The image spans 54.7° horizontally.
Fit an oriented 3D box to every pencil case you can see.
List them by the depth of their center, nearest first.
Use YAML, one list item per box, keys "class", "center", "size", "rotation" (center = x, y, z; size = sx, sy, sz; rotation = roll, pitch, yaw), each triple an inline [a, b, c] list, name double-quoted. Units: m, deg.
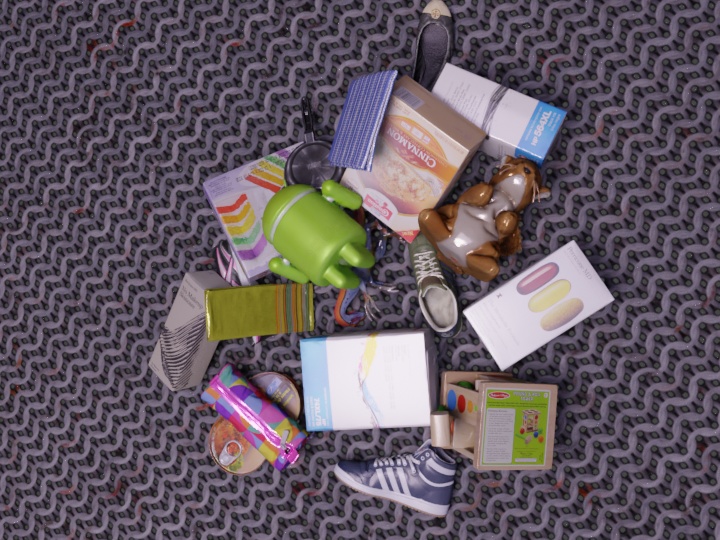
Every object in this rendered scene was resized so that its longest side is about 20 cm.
- class: "pencil case"
  center: [-0.173, 0.245, 1.163]
  size: [0.200, 0.088, 0.088]
  rotation: [38, 96, 10]

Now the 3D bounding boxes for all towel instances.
- class: "towel"
  center: [0.002, -0.220, 1.037]
  size: [0.024, 0.200, 0.145]
  rotation: [15, 97, -19]
- class: "towel"
  center: [-0.164, 0.067, 1.163]
  size: [0.018, 0.199, 0.086]
  rotation: [-9, 86, 53]

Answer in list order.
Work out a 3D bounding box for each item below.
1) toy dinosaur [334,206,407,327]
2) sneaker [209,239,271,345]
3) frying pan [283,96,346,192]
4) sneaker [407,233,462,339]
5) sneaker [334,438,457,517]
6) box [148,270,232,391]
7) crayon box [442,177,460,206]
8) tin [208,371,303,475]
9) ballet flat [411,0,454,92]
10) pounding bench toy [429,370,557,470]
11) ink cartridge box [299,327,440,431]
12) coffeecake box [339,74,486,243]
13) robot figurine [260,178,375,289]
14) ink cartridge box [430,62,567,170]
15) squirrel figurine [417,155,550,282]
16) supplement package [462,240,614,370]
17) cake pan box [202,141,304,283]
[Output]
- class: "toy dinosaur"
  center: [0.000, 0.000, 1.175]
  size: [0.182, 0.105, 0.200]
  rotation: [-48, 64, 17]
- class: "sneaker"
  center: [-0.210, 0.036, 1.225]
  size: [0.086, 0.080, 0.201]
  rotation: [-18, 77, 22]
- class: "frying pan"
  center: [-0.067, -0.205, 1.166]
  size: [0.114, 0.031, 0.191]
  rotation: [9, 79, 12]
- class: "sneaker"
  center: [0.122, 0.016, 1.140]
  size: [0.067, 0.090, 0.201]
  rotation: [-17, 85, 11]
- class: "sneaker"
  center: [0.063, 0.323, 1.154]
  size: [0.199, 0.070, 0.109]
  rotation: [18, 97, 5]
- class: "box"
  center: [-0.288, 0.103, 1.198]
  size: [0.082, 0.068, 0.200]
  rotation: [37, 113, 27]
- class: "crayon box"
  center: [0.070, -0.192, 1.145]
  size: [0.200, 0.052, 0.126]
  rotation: [35, 131, 10]
- class: "tin"
  center: [-0.181, 0.267, 1.223]
  size: [0.112, 0.042, 0.200]
  rotation: [41, 96, 14]
- class: "ballet flat"
  center: [0.119, -0.356, 1.167]
  size: [0.066, 0.057, 0.201]
  rotation: [8, 90, 11]
- class: "pounding bench toy"
  center: [0.169, 0.223, 1.066]
  size: [0.199, 0.156, 0.125]
  rotation: [5, 88, -19]
- class: "ink cartridge box"
  center: [0.021, 0.172, 1.128]
  size: [0.199, 0.147, 0.147]
  rotation: [-5, 87, 12]
- class: "coffeecake box"
  center: [0.074, -0.167, 1.070]
  size: [0.153, 0.073, 0.200]
  rotation: [38, 135, 8]
- class: "robot figurine"
  center: [-0.072, -0.055, 1.088]
  size: [0.200, 0.116, 0.176]
  rotation: [40, 106, 19]
- class: "ink cartridge box"
  center: [0.211, -0.235, 1.100]
  size: [0.199, 0.146, 0.085]
  rotation: [27, 93, 11]
- class: "squirrel figurine"
  center: [0.199, -0.085, 1.075]
  size: [0.141, 0.200, 0.187]
  rotation: [38, 82, 14]
- class: "supplement package"
  center: [0.276, 0.054, 1.098]
  size: [0.200, 0.110, 0.114]
  rotation: [-35, 83, 9]
- class: "cake pan box"
  center: [-0.140, -0.101, 1.185]
  size: [0.199, 0.052, 0.185]
  rotation: [-24, 85, -14]
